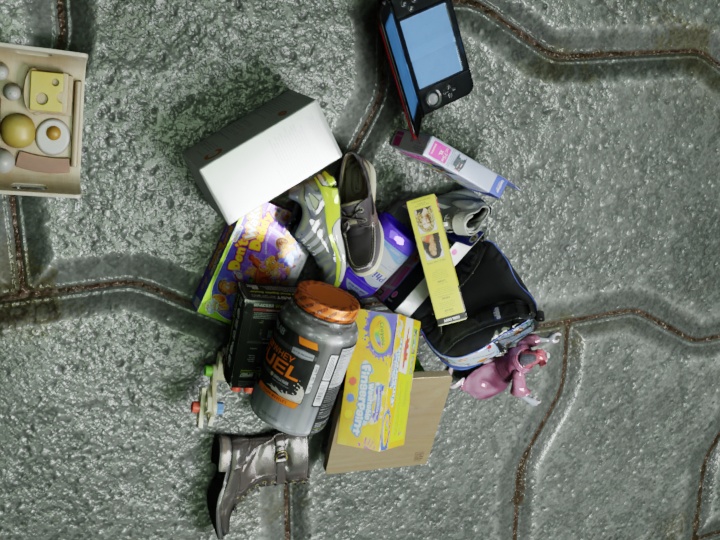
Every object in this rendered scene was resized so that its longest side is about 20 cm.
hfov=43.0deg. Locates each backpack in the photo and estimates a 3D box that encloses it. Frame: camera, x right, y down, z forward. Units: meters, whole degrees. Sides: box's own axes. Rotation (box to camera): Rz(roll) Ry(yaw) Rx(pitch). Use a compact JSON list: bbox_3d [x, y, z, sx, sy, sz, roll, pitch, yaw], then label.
[{"bbox_3d":[0.188,0.069,1.555,0.189,0.201,0.155,-29,149,-3],"label":"backpack"}]

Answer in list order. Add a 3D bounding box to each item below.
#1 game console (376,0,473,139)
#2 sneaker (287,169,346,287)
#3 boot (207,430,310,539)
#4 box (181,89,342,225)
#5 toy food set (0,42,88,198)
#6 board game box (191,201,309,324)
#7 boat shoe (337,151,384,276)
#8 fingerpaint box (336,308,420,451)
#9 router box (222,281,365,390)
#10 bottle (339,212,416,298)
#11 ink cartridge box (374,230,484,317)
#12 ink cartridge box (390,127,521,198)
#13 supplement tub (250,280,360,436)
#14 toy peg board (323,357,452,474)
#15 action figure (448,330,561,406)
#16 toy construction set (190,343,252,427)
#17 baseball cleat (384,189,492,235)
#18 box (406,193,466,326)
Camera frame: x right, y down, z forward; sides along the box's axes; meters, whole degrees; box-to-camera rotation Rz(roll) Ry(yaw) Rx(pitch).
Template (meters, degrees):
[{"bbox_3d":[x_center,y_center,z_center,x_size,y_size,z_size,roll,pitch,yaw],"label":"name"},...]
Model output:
[{"bbox_3d":[0.105,-0.335,1.421,0.171,0.119,0.202,-26,116,-14],"label":"game console"},{"bbox_3d":[-0.071,-0.055,1.414,0.080,0.074,0.203,-13,118,-12],"label":"sneaker"},{"bbox_3d":[-0.167,0.358,1.552,0.172,0.069,0.203,2,104,-24],"label":"boot"},{"bbox_3d":[-0.148,-0.172,1.358,0.199,0.124,0.098,-32,117,-11],"label":"box"},{"bbox_3d":[-0.450,-0.204,1.250,0.142,0.060,0.203,1,106,-24],"label":"toy food set"},{"bbox_3d":[-0.165,-0.009,1.448,0.133,0.045,0.202,22,97,-28],"label":"board game box"},{"bbox_3d":[-0.007,-0.091,1.425,0.065,0.071,0.203,37,47,-58],"label":"boat shoe"},{"bbox_3d":[0.030,0.168,1.410,0.072,0.167,0.203,7,86,16],"label":"fingerpaint box"},{"bbox_3d":[-0.105,0.103,1.413,0.197,0.062,0.152,5,113,-23],"label":"router box"},{"bbox_3d":[0.000,0.000,1.489,0.083,0.066,0.200,36,108,-26],"label":"bottle"},{"bbox_3d":[0.113,-0.010,1.542,0.200,0.095,0.037,-46,118,-4],"label":"ink cartridge box"},{"bbox_3d":[0.156,-0.170,1.496,0.198,0.119,0.042,22,94,-28],"label":"ink cartridge box"},{"bbox_3d":[-0.077,0.125,1.325,0.121,0.123,0.202,11,109,-26],"label":"supplement tub"},{"bbox_3d":[0.034,0.240,1.603,0.197,0.098,0.201,0,122,-22],"label":"toy peg board"},{"bbox_3d":[0.263,0.157,1.614,0.147,0.200,0.136,22,66,-14],"label":"action figure"},{"bbox_3d":[-0.185,0.193,1.485,0.198,0.092,0.133,2,106,-36],"label":"toy construction set"},{"bbox_3d":[0.123,-0.086,1.516,0.198,0.106,0.071,-21,119,-14],"label":"baseball cleat"},{"bbox_3d":[0.121,-0.016,1.451,0.049,0.075,0.203,-15,86,7],"label":"box"}]
